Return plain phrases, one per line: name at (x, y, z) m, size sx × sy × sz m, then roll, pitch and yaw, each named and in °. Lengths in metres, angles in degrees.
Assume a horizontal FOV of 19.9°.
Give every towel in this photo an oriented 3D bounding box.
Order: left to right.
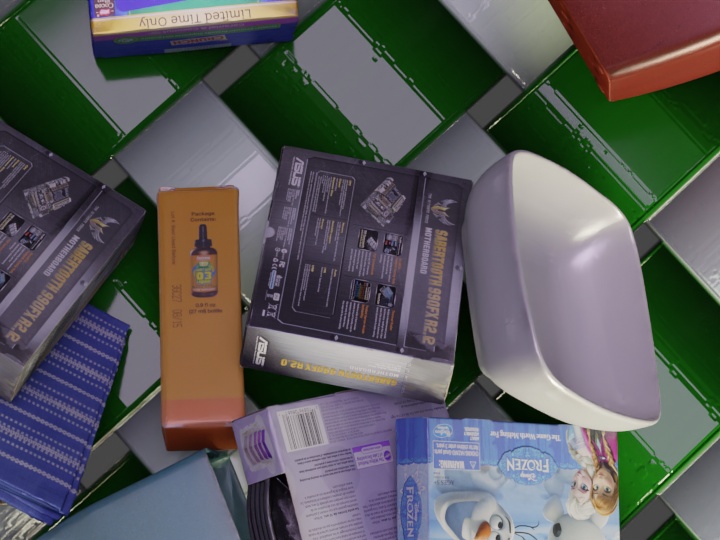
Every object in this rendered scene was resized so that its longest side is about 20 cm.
towel at (-0.263, 0.087, 1.558) m, size 0.144 × 0.024 × 0.201 m, roll 28°, pitch 44°, yaw -13°

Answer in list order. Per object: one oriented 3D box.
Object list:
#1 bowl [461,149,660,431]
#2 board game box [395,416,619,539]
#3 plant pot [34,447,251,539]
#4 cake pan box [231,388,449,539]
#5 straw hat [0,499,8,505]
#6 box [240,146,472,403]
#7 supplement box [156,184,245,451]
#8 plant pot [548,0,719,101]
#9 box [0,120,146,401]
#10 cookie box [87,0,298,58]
bowl at (0.146, 0.025, 1.577) m, size 0.074 × 0.200 × 0.201 m, roll -21°, pitch 62°, yaw 30°
board game box at (0.116, 0.216, 1.564) m, size 0.199 × 0.043 × 0.201 m, roll 6°, pitch 80°, yaw -37°
plant pot at (-0.173, 0.241, 1.552) m, size 0.199 × 0.141 × 0.142 m, roll -23°, pitch 83°, yaw 1°
cake pan box at (0.003, 0.184, 1.554) m, size 0.199 × 0.052 × 0.185 m, roll -9°, pitch 78°, yaw -45°
straw hat at (-0.310, 0.108, 1.581) m, size 0.200 × 0.085 × 0.202 m, roll 20°, pitch 48°, yaw -24°
box at (0.000, 0.000, 1.582) m, size 0.157 × 0.048 × 0.201 m, roll 11°, pitch 47°, yaw -3°
supplement box at (-0.124, 0.036, 1.598) m, size 0.066 × 0.069 × 0.201 m, roll -1°, pitch 70°, yaw -3°
plant pot at (0.237, -0.244, 1.626) m, size 0.176 × 0.200 × 0.201 m, roll -30°, pitch 84°, yaw 4°
box at (-0.280, -0.015, 1.576) m, size 0.158 × 0.048 × 0.200 m, roll 31°, pitch 46°, yaw 1°
cookie box at (-0.143, -0.284, 1.662) m, size 0.170 × 0.075 × 0.201 m, roll -6°, pitch 82°, yaw -5°
